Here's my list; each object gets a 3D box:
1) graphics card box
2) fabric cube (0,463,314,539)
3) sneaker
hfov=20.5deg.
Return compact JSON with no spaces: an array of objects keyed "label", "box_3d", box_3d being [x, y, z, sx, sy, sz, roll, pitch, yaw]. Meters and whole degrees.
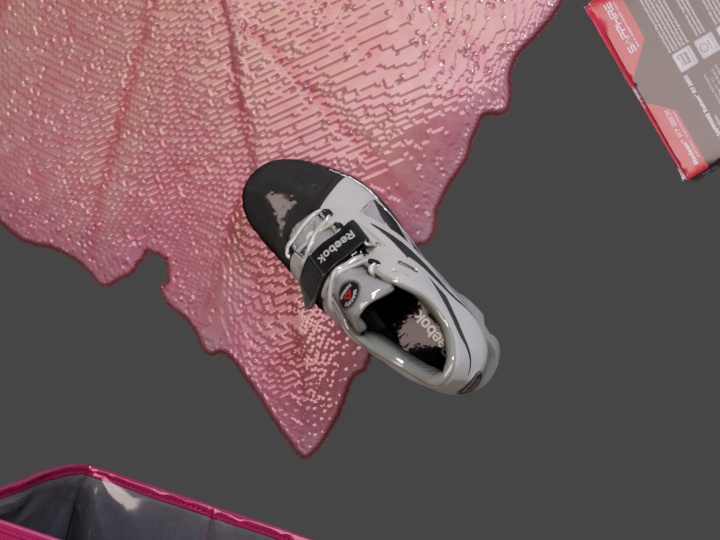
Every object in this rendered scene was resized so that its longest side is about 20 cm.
[{"label":"graphics card box","box_3d":[0.249,-0.155,1.181,0.199,0.051,0.126,-32,82,14]},{"label":"fabric cube","box_3d":[-0.144,0.251,1.218,0.198,0.196,0.201,17,97,13]},{"label":"sneaker","box_3d":[0.000,0.000,1.232,0.200,0.088,0.074,40,101,12]}]
